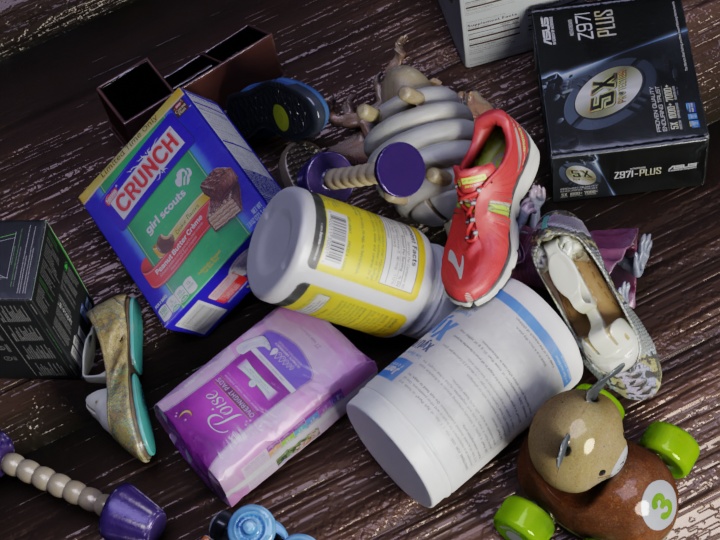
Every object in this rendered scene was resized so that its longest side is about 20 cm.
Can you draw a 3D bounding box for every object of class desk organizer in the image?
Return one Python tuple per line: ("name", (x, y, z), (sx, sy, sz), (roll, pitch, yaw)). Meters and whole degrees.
("desk organizer", (-0.189, -0.211, 1.735), (0.199, 0.077, 0.072), (-33, 60, -12))

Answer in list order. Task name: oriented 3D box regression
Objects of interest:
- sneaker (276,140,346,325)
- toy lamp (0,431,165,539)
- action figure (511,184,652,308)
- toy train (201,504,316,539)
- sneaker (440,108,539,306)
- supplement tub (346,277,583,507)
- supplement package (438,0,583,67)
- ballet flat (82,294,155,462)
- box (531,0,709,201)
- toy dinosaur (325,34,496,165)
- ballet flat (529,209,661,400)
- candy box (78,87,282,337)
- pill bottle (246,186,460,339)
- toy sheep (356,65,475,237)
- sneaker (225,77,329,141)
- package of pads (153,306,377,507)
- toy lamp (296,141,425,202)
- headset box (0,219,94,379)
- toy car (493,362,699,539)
("sneaker", (-0.038, -0.035, 1.621), (0.070, 0.076, 0.201), (-11, 77, -14))
("toy lamp", (-0.281, 0.214, 1.499), (0.199, 0.058, 0.058), (18, 63, 19))
("action figure", (0.189, -0.005, 1.567), (0.199, 0.134, 0.150), (9, 103, 27))
("toy train", (-0.069, 0.298, 1.414), (0.199, 0.087, 0.115), (28, 76, 20))
("sneaker", (0.110, -0.063, 1.475), (0.077, 0.085, 0.201), (0, 63, 31))
("supplement tub", (0.100, 0.113, 1.469), (0.200, 0.132, 0.132), (-38, 61, -16))
("supplement package", (0.150, -0.373, 1.712), (0.146, 0.200, 0.192), (-16, 58, -2))
("ballet flat", (-0.247, 0.113, 1.558), (0.070, 0.071, 0.201), (-13, 53, 0))
("box", (0.273, -0.186, 1.649), (0.163, 0.086, 0.201), (-6, 59, 5))
("toy dinosaur", (0.044, -0.155, 1.670), (0.200, 0.086, 0.136), (-39, 82, -3))
("ballet flat", (0.215, 0.040, 1.450), (0.072, 0.072, 0.201), (-30, 92, -10))
("candy box", (-0.176, -0.062, 1.609), (0.169, 0.077, 0.200), (-46, 58, 14))
("pill bottle", (0.000, 0.000, 1.510), (0.199, 0.114, 0.115), (19, 54, -28))
("toy sheep", (0.066, -0.114, 1.565), (0.137, 0.138, 0.201), (-14, 78, 0))
("sneaker", (-0.072, -0.178, 1.655), (0.078, 0.066, 0.200), (-20, 12, -25))
("package of pads", (-0.093, 0.122, 1.524), (0.200, 0.076, 0.120), (-38, 59, -14))
("toy lamp", (-0.006, -0.092, 1.500), (0.058, 0.058, 0.200), (-49, 20, -20))
("headset box", (-0.392, 0.033, 1.563), (0.199, 0.174, 0.093), (-1, 60, 9))
("toy car", (0.211, 0.164, 1.381), (0.157, 0.200, 0.165), (26, 66, 22))
